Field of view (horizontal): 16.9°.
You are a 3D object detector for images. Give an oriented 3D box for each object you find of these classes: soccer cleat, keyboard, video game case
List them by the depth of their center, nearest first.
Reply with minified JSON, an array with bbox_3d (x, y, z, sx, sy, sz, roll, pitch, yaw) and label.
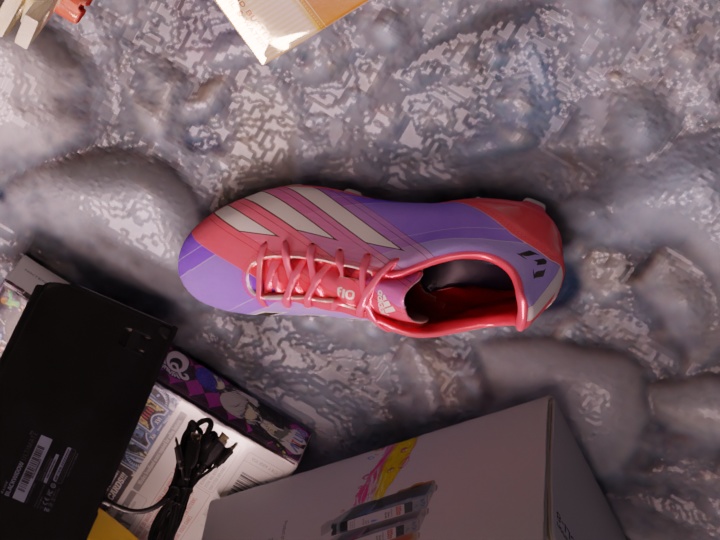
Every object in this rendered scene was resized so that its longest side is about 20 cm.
[{"bbox_3d":[0.000,0.000,1.170,0.199,0.077,0.067,0,119,16],"label":"soccer cleat"},{"bbox_3d":[-0.140,0.110,1.200,0.126,0.201,0.021,23,158,0],"label":"keyboard"},{"bbox_3d":[-0.149,0.115,1.304,0.181,0.036,0.200,31,123,-3],"label":"video game case"}]

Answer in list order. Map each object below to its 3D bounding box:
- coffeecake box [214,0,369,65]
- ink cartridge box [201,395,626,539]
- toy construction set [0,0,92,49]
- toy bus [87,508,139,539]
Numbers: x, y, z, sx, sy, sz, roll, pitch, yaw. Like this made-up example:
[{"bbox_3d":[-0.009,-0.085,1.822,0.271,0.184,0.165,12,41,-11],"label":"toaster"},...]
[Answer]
[{"bbox_3d":[-0.002,-0.208,1.052,0.199,0.073,0.154,-29,107,28],"label":"coffeecake box"},{"bbox_3d":[0.033,0.182,1.207,0.199,0.145,0.146,-18,122,18],"label":"ink cartridge box"},{"bbox_3d":[-0.181,-0.198,1.075,0.200,0.131,0.092,44,122,-11],"label":"toy construction set"},{"bbox_3d":[-0.199,0.239,1.256,0.136,0.192,0.200,44,123,-12],"label":"toy bus"}]
